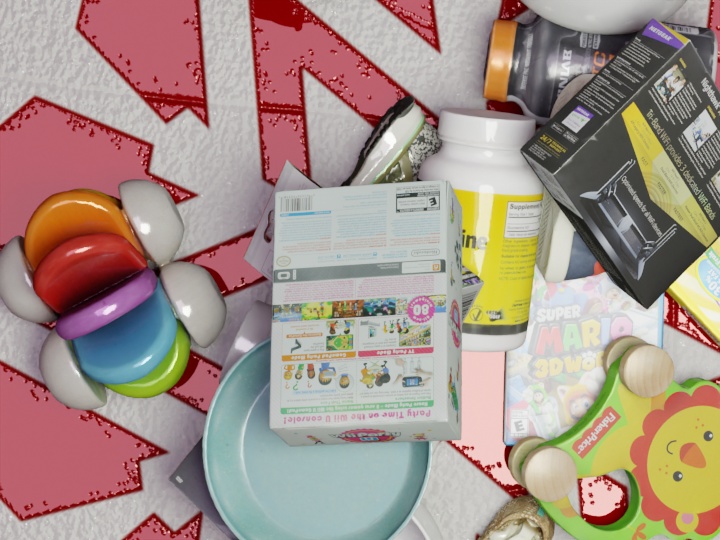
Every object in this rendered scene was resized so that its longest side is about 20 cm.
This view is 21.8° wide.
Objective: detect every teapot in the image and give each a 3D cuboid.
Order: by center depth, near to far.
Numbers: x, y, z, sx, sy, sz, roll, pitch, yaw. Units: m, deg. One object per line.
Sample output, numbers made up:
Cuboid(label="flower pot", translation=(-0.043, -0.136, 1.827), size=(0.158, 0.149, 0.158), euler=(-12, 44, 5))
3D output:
Cuboid(label="teapot", translation=(0.210, -0.313, 1.606), size=(0.198, 0.147, 0.199), euler=(6, 50, 2))

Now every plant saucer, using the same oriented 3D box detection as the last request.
Cuboid(label="plant saucer", translation=(-0.032, 0.147, 1.549), size=(0.198, 0.036, 0.202), euler=(-2, 83, 16))

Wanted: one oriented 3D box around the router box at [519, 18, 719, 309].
Cuboid(label="router box", translation=(0.242, -0.086, 1.564), size=(0.157, 0.052, 0.200), euler=(-44, 132, -4))

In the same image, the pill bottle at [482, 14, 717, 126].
Cuboid(label="pill bottle", translation=(0.209, -0.174, 1.654), size=(0.198, 0.106, 0.107), euler=(8, 89, 3))

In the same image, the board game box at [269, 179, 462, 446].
Cuboid(label="board game box", translation=(0.006, 0.035, 1.504), size=(0.146, 0.064, 0.202), euler=(-3, 70, 13))

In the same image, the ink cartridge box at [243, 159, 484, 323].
Cuboid(label="ink cartridge box", translation=(0.000, 0.000, 1.607), size=(0.200, 0.050, 0.110), euler=(38, 117, 24))

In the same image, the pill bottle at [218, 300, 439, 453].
Cuboid(label="pill bottle", translation=(-0.019, 0.104, 1.653), size=(0.199, 0.111, 0.112), euler=(25, 90, 2))

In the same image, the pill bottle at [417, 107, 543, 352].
Cuboid(label="pill bottle", translation=(0.101, -0.037, 1.636), size=(0.111, 0.112, 0.202), euler=(6, 99, 2))

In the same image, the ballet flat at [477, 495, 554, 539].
Cuboid(label="ballet flat", translation=(0.104, 0.288, 1.668), size=(0.070, 0.065, 0.201), euler=(32, 90, 2))

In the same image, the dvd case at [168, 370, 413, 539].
Cuboid(label="dvd case", translation=(-0.050, 0.149, 1.581), size=(0.149, 0.016, 0.200), euler=(41, 95, 17))

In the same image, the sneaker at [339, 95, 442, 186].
Cuboid(label="sneaker", translation=(0.021, -0.053, 1.680), size=(0.088, 0.077, 0.201), euler=(32, 93, -9))

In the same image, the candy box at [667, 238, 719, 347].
Cuboid(label="candy box", translation=(0.365, 0.039, 1.677), size=(0.102, 0.026, 0.200), euler=(-45, 91, -1))

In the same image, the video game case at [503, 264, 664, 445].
Cuboid(label="video game case", translation=(0.203, 0.060, 1.693), size=(0.142, 0.018, 0.202), euler=(2, 89, 3))

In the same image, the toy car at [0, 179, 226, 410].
Cuboid(label="toy car", translation=(-0.224, 0.020, 1.642), size=(0.174, 0.150, 0.201), euler=(-28, 88, 1))

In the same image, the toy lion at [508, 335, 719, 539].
Cuboid(label="toy lion", translation=(0.260, 0.170, 1.654), size=(0.200, 0.069, 0.192), euler=(-45, 101, -4))

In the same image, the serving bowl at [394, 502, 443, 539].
Cuboid(label="serving bowl", translation=(-0.008, 0.247, 1.649), size=(0.198, 0.066, 0.202), euler=(10, 117, 20))

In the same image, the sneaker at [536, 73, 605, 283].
Cuboid(label="sneaker", translation=(0.206, -0.081, 1.624), size=(0.084, 0.075, 0.201), euler=(-1, 127, -12))
